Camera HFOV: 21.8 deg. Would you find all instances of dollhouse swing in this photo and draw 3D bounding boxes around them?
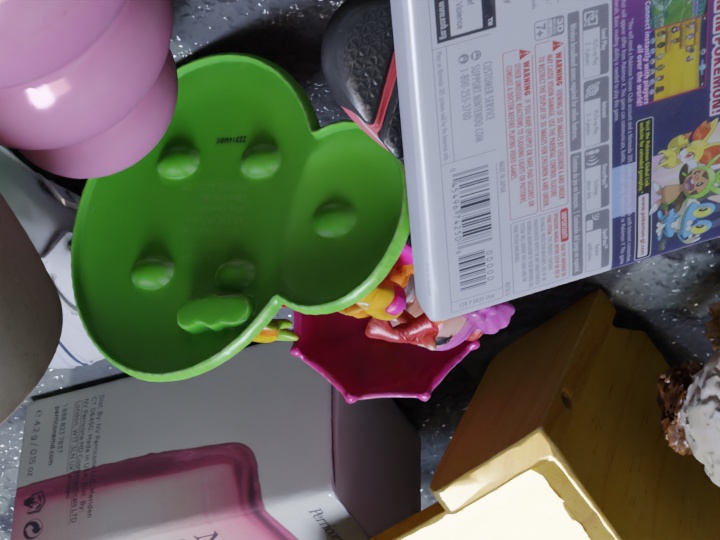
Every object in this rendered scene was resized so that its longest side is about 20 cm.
[{"bbox_3d":[0.094,0.159,0.994,0.176,0.182,0.200,-27,108,34],"label":"dollhouse swing"}]

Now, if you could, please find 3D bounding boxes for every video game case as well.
[{"bbox_3d":[0.101,-0.083,0.704,0.182,0.023,0.200,-16,131,-11],"label":"video game case"}]

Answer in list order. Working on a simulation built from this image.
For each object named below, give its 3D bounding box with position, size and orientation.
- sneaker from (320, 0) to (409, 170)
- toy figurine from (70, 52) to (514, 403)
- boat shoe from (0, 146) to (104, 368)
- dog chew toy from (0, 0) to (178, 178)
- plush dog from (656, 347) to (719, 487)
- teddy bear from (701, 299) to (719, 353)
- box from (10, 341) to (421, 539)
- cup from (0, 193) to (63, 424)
[{"bbox_3d":[0.051,-0.075,0.778,0.200,0.087,0.074,12,107,-40],"label":"sneaker"},{"bbox_3d":[0.000,0.000,0.864,0.200,0.151,0.184,0,164,41],"label":"toy figurine"},{"bbox_3d":[-0.148,-0.016,0.902,0.067,0.074,0.200,-7,155,8],"label":"boat shoe"},{"bbox_3d":[-0.131,-0.106,0.741,0.124,0.125,0.200,-8,151,11],"label":"dog chew toy"},{"bbox_3d":[0.226,0.098,0.905,0.172,0.161,0.200,47,141,-18],"label":"plush dog"},{"bbox_3d":[0.255,0.029,0.969,0.145,0.067,0.200,-5,150,23],"label":"teddy bear"},{"bbox_3d":[-0.078,0.128,1.054,0.199,0.109,0.128,-15,140,20],"label":"box"},{"bbox_3d":[-0.228,-0.015,0.707,0.200,0.200,0.144,-8,120,10],"label":"cup"}]
